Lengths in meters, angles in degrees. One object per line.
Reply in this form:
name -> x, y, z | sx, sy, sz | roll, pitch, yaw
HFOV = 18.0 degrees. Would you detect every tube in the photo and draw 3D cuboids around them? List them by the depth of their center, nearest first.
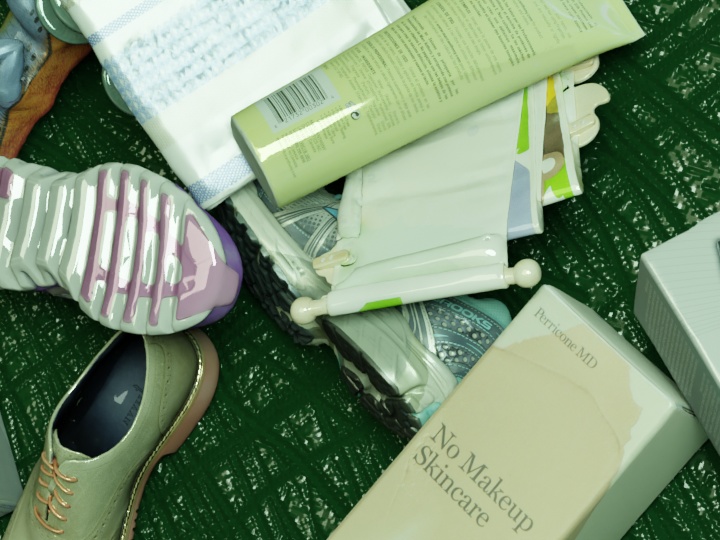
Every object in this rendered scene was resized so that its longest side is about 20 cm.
tube -> 0.035, -0.097, 1.104 | 0.199, 0.058, 0.052 | -30, 26, -5

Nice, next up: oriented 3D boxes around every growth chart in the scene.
growth chart -> 0.051, -0.059, 1.107 | 0.144, 0.018, 0.201 | -5, 48, 25

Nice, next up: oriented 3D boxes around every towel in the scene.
towel -> -0.072, -0.147, 1.126 | 0.146, 0.024, 0.201 | -35, 95, -6

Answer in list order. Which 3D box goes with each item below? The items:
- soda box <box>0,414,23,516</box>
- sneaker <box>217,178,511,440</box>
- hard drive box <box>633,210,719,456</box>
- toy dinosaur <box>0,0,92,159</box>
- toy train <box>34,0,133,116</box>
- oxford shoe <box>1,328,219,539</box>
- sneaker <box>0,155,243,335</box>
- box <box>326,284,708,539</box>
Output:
soda box -> -0.249, 0.045, 1.241 | 0.063, 0.068, 0.201 | -26, 70, 18
sneaker -> 0.000, 0.000, 1.148 | 0.086, 0.078, 0.200 | -34, 56, -17
hard drive box -> 0.235, 0.053, 0.994 | 0.155, 0.077, 0.201 | -27, 70, -6
toy dinosaur -> -0.183, -0.117, 1.231 | 0.198, 0.105, 0.183 | 2, 91, 18
toy train -> -0.117, -0.164, 1.174 | 0.114, 0.085, 0.200 | -44, 99, -11
oxford shoe -> -0.151, 0.110, 1.181 | 0.071, 0.074, 0.201 | 28, 91, 26
sneaker -> -0.124, -0.012, 1.173 | 0.199, 0.088, 0.081 | 13, 88, 43
box -> 0.066, 0.114, 1.081 | 0.095, 0.078, 0.200 | 42, 98, 25
